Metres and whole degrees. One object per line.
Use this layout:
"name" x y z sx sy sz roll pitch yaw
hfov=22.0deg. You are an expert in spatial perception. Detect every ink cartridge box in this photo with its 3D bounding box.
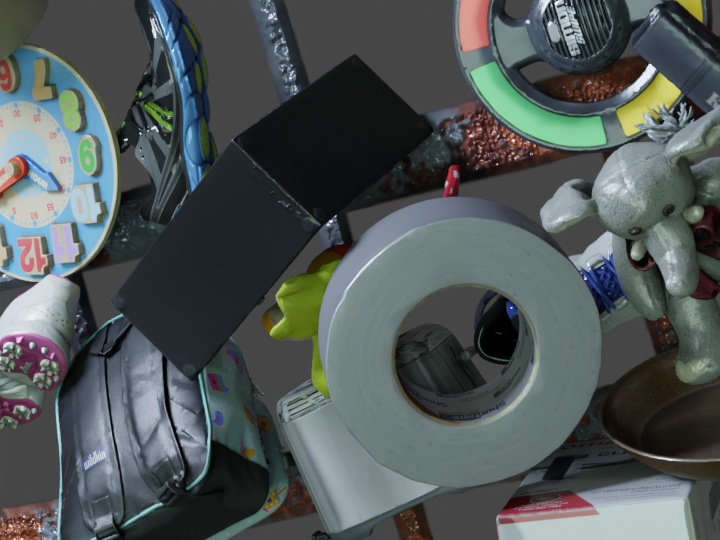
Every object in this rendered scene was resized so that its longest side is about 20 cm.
"ink cartridge box" 0.198 0.188 1.401 0.143 0.200 0.084 -8 97 18

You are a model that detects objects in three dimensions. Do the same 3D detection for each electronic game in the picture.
"electronic game" 0.167 -0.188 1.405 0.199 0.042 0.201 4 104 16

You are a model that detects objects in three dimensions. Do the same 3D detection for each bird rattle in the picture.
"bird rattle" 0.000 0.000 1.440 0.113 0.200 0.163 50 152 -19

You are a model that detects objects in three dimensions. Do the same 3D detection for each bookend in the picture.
"bookend" -0.068 -0.043 1.449 0.092 0.199 0.200 44 126 3

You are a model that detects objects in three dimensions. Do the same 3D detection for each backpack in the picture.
"backpack" -0.159 0.133 1.513 0.175 0.153 0.201 -34 55 24

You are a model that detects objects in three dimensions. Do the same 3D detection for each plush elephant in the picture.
"plush elephant" 0.225 -0.035 1.302 0.164 0.154 0.201 -35 72 31

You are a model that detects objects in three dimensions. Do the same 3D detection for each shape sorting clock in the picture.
"shape sorting clock" -0.281 -0.089 1.548 0.199 0.039 0.201 10 109 30

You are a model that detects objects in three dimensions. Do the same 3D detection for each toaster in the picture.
"toaster" 0.021 0.131 1.489 0.199 0.114 0.130 -27 90 21

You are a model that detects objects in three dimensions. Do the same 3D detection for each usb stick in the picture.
"usb stick" 0.282 -0.119 1.349 0.200 0.033 0.056 42 141 3

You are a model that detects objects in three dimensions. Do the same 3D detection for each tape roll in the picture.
"tape roll" 0.071 0.051 1.330 0.199 0.066 0.202 -2 105 -6

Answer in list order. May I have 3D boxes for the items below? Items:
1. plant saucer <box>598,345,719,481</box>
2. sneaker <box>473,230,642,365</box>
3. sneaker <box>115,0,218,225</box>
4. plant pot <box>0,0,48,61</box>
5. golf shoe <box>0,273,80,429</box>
"plant saucer" 0.276 0.104 1.360 0.199 0.201 0.037 -8 111 18
"sneaker" 0.167 0.026 1.416 0.199 0.115 0.081 -28 95 20
"sneaker" -0.164 -0.129 1.503 0.082 0.071 0.201 -3 105 11
"plant pot" -0.328 -0.239 1.482 0.199 0.201 0.135 -26 130 21
"golf shoe" -0.288 0.072 1.579 0.075 0.092 0.200 29 145 -19
